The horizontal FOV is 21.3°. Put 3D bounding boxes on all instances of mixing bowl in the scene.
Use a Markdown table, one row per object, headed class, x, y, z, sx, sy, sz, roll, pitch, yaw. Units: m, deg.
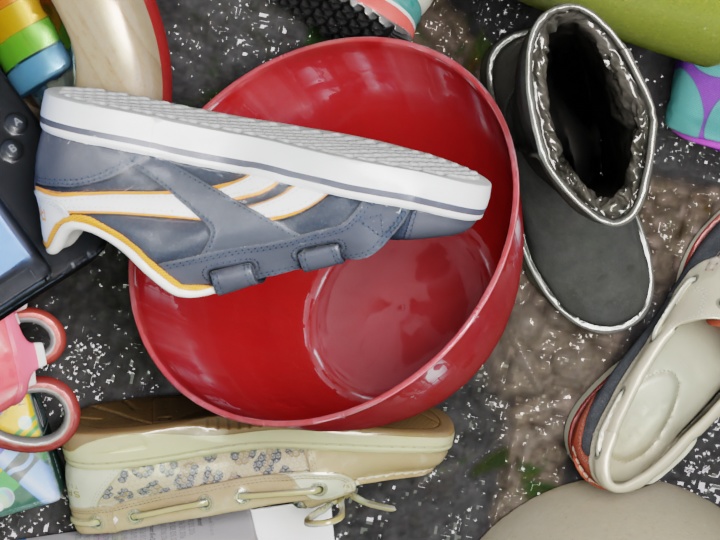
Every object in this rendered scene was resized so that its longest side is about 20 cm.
| class | x | y | z | sx | sy | sz | roll | pitch | yaw |
| --- | --- | --- | --- | --- | --- | --- | --- | --- | --- |
| mixing bowl | 0.000 | 0.000 | 0.929 | 0.200 | 0.108 | 0.200 | -11 | 61 | 21 |

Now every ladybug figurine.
| class | x | y | z | sx | sy | sz | roll | pitch | yaw |
| --- | --- | --- | --- | --- | --- | --- | --- | --- | --- |
| ladybug figurine | -0.152 | -0.124 | 0.924 | 0.136 | 0.072 | 0.200 | -20 | 98 | 38 |

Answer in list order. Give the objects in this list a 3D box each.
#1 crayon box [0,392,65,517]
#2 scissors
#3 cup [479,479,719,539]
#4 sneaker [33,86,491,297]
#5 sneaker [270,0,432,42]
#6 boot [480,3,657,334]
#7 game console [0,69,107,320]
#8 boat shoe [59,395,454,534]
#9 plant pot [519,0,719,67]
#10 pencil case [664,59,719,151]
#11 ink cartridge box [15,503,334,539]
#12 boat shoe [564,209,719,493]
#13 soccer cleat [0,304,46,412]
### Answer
| class | x | y | z | sx | sy | sz | roll | pitch | yaw |
| --- | --- | --- | --- | --- | --- | --- | --- | --- | --- |
| crayon box | -0.262 | 0.080 | 0.961 | 0.200 | 0.052 | 0.126 | -16 | 98 | -3 |
| scissors | -0.231 | 0.083 | 0.934 | 0.200 | 0.014 | 0.073 | -23 | 101 | -3 |
| cup | 0.145 | 0.218 | 0.974 | 0.200 | 0.143 | 0.200 | -1 | 96 | -6 |
| sneaker | -0.046 | -0.027 | 0.846 | 0.200 | 0.078 | 0.079 | 10 | 101 | 4 |
| sneaker | -0.039 | -0.195 | 0.954 | 0.200 | 0.070 | 0.093 | 34 | 74 | -6 |
| boot | 0.111 | -0.041 | 0.910 | 0.073 | 0.200 | 0.182 | -26 | 99 | -5 |
| game console | -0.219 | -0.046 | 0.811 | 0.200 | 0.119 | 0.172 | -35 | 85 | -26 |
| boat shoe | -0.052 | 0.098 | 0.980 | 0.200 | 0.073 | 0.063 | -2 | 103 | 2 |
| plant pot | 0.085 | -0.202 | 0.891 | 0.200 | 0.187 | 0.187 | 8 | 96 | -10 |
| pencil case | 0.217 | -0.153 | 0.968 | 0.092 | 0.085 | 0.200 | 12 | 95 | -6 |
| ink cartridge box | -0.104 | 0.191 | 0.982 | 0.200 | 0.068 | 0.115 | -8 | 99 | -6 |
| boat shoe | 0.183 | 0.034 | 0.998 | 0.071 | 0.063 | 0.200 | 41 | 90 | -7 |
| soccer cleat | -0.213 | -0.020 | 0.905 | 0.076 | 0.067 | 0.200 | -16 | 74 | -27 |
